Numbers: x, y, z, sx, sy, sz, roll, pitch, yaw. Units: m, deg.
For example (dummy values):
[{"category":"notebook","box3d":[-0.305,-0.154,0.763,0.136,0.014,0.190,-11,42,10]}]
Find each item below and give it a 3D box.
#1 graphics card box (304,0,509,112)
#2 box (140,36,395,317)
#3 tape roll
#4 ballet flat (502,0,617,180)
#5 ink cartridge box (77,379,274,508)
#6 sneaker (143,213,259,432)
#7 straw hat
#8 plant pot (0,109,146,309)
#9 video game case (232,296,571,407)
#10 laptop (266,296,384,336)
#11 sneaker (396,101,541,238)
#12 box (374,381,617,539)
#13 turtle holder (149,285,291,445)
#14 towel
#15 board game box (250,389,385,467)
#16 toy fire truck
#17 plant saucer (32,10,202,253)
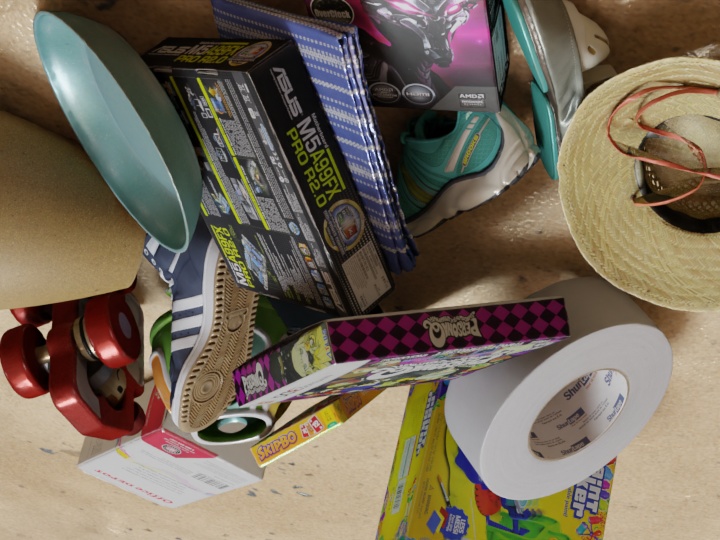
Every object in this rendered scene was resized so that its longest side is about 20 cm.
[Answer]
[{"category":"graphics card box","box3d":[0.026,-0.184,0.815,0.124,0.051,0.201,5,149,14]},{"category":"box","box3d":[-0.071,-0.068,0.917,0.159,0.044,0.202,14,135,51]},{"category":"tape roll","box3d":[0.172,0.104,1.108,0.198,0.066,0.202,-20,136,-20]},{"category":"ballet flat","box3d":[0.140,-0.136,0.858,0.063,0.068,0.201,-23,143,3]},{"category":"ink cartridge box","box3d":[-0.216,0.200,1.486,0.147,0.087,0.199,31,145,-30]},{"category":"sneaker","box3d":[-0.149,0.034,1.123,0.108,0.202,0.070,31,-154,36]},{"category":"straw hat","box3d":[0.232,-0.077,0.872,0.198,0.086,0.203,9,129,11]},{"category":"plant pot","box3d":[-0.282,-0.046,1.051,0.197,0.189,0.186,8,152,-23]},{"category":"video game case","box3d":[0.027,0.062,0.954,0.198,0.036,0.181,-5,168,-29]},{"category":"laptop","box3d":[0.000,0.000,1.106,0.198,0.118,0.186,-3,180,-31]},{"category":"sneaker","box3d":[0.060,-0.082,0.967,0.080,0.077,0.199,55,146,-4]},{"category":"box","box3d":[0.134,0.205,1.242,0.190,0.203,0.122,17,161,-10]},{"category":"turtle holder","box3d":[-0.109,0.094,1.222,0.183,0.133,0.141,8,145,-25]},{"category":"towel","box3d":[-0.031,-0.095,0.894,0.144,0.024,0.202,24,142,41]},{"category":"board game box","box3d":[-0.034,0.142,1.263,0.095,0.030,0.200,-30,175,16]},{"category":"toy fire truck","box3d":[-0.244,0.069,1.186,0.111,0.202,0.169,-20,138,10]},{"category":"plant saucer","box3d":[-0.171,-0.108,0.939,0.200,0.036,0.201,47,159,24]}]
